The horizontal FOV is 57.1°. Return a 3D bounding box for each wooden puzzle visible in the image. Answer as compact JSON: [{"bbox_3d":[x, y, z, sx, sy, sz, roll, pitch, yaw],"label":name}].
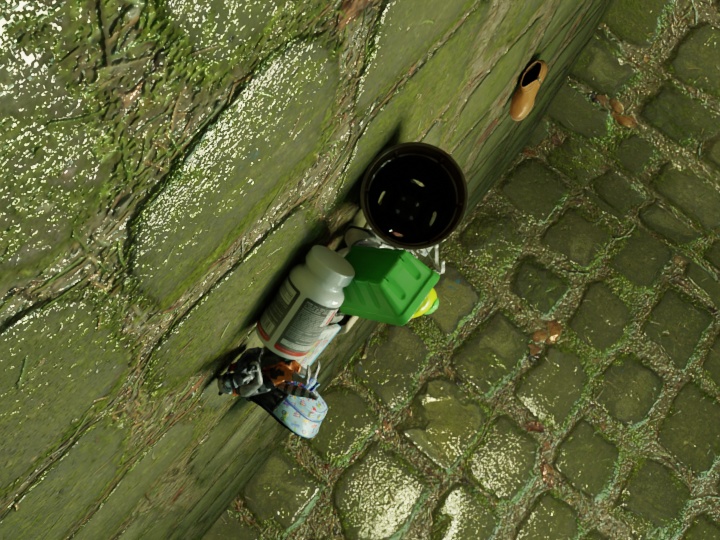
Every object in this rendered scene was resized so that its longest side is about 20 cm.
[{"bbox_3d":[-0.052,0.112,1.782,0.200,0.037,0.185,-23,-159,47],"label":"wooden puzzle"}]

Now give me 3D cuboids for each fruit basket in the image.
[{"bbox_3d":[0.067,0.047,1.313,0.156,0.216,0.216,-51,171,-23],"label":"fruit basket"}]

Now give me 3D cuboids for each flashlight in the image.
[{"bbox_3d":[-0.166,0.189,1.626,0.200,0.068,0.068,-33,162,-51],"label":"flashlight"}]

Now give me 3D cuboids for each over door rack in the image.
[{"bbox_3d":[0.118,-0.046,1.695,0.200,0.148,0.067,-121,-148,-67],"label":"over door rack"}]

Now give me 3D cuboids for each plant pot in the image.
[{"bbox_3d":[0.099,-0.133,1.315,0.200,0.200,0.198,-52,178,-2],"label":"plant pot"}]

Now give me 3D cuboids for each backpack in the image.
[{"bbox_3d":[-0.165,0.322,1.676,0.135,0.200,0.183,-50,171,5],"label":"backpack"}]

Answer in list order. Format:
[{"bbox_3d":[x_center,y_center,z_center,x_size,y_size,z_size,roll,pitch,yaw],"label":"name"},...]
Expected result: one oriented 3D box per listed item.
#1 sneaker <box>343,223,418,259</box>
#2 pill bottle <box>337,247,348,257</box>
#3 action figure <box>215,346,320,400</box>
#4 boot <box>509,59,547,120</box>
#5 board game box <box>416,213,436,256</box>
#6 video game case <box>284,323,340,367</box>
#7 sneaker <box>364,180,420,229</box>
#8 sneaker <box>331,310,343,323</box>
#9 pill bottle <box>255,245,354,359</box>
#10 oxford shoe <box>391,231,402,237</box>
[{"bbox_3d":[0.046,-0.050,1.426,0.200,0.080,0.074,24,114,-40],"label":"sneaker"},{"bbox_3d":[0.000,0.000,1.541,0.112,0.112,0.200,-54,171,10],"label":"pill bottle"},{"bbox_3d":[-0.185,0.213,1.262,0.200,0.193,0.105,-64,148,-78],"label":"action figure"},{"bbox_3d":[0.527,-0.568,2.087,0.200,0.077,0.155,-58,171,20],"label":"boot"},{"bbox_3d":[0.197,-0.145,1.927,0.135,0.034,0.200,-55,-160,21],"label":"board game box"},{"bbox_3d":[-0.125,0.192,1.571,0.143,0.018,0.200,-52,168,11],"label":"video game case"},{"bbox_3d":[0.089,-0.118,1.541,0.200,0.108,0.070,-57,169,30],"label":"sneaker"},{"bbox_3d":[-0.074,0.092,1.589,0.079,0.074,0.200,-19,173,-6],"label":"sneaker"},{"bbox_3d":[-0.102,0.060,1.245,0.200,0.116,0.116,-55,171,19],"label":"pill bottle"},{"bbox_3d":[0.103,-0.092,1.670,0.070,0.075,0.200,-60,-163,-9],"label":"oxford shoe"}]
